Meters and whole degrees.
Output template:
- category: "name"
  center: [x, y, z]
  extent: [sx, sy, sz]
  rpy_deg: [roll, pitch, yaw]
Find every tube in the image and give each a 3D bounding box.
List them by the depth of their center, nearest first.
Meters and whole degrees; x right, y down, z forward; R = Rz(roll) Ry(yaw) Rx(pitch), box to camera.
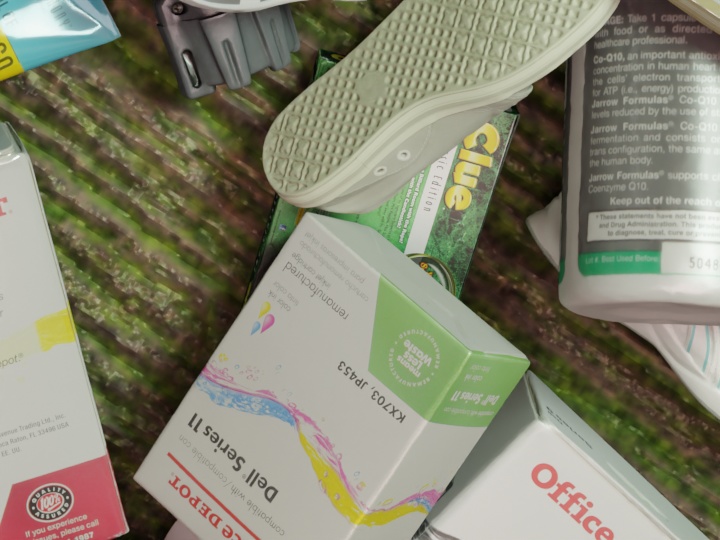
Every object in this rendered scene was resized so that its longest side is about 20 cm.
- category: "tube"
  center: [-0.220, -0.103, 1.325]
  extent: [0.199, 0.050, 0.078]
  rpy_deg: [-26, 115, 0]

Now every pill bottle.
- category: "pill bottle"
  center: [0.150, -0.079, 1.287]
  extent: [0.112, 0.113, 0.202]
  rpy_deg: [3, 84, -4]

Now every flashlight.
- category: "flashlight"
  center: [-0.078, -0.187, 1.298]
  extent: [0.067, 0.068, 0.201]
  rpy_deg: [-8, 113, 27]

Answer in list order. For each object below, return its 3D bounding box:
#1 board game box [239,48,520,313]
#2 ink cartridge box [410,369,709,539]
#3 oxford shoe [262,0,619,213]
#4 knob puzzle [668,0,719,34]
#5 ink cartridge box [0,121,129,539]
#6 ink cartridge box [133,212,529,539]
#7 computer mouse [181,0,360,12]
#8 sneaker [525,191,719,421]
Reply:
- category: "board game box"
  center: [0.000, 0.000, 1.376]
  extent: [0.104, 0.023, 0.201]
  rpy_deg: [17, 106, -5]
- category: "ink cartridge box"
  center: [0.069, 0.174, 1.399]
  extent: [0.146, 0.084, 0.200]
  rpy_deg: [43, 101, -13]
- category: "oxford shoe"
  center: [0.042, -0.091, 1.292]
  extent: [0.200, 0.076, 0.058]
  rpy_deg: [-35, 147, 24]
- category: "knob puzzle"
  center: [0.180, -0.182, 1.239]
  extent: [0.218, 0.221, 0.030]
  rpy_deg: [19, 147, -9]
- category: "ink cartridge box"
  center: [-0.208, 0.044, 1.336]
  extent: [0.144, 0.083, 0.201]
  rpy_deg: [-15, 107, -10]
- category: "ink cartridge box"
  center: [-0.026, 0.088, 1.329]
  extent: [0.117, 0.067, 0.201]
  rpy_deg: [39, 104, 26]
- category: "computer mouse"
  center: [-0.015, -0.162, 1.283]
  extent: [0.199, 0.044, 0.110]
  rpy_deg: [-3, 116, -35]
- category: "sneaker"
  center: [0.176, 0.019, 1.367]
  extent: [0.200, 0.070, 0.080]
  rpy_deg: [42, 98, -13]
